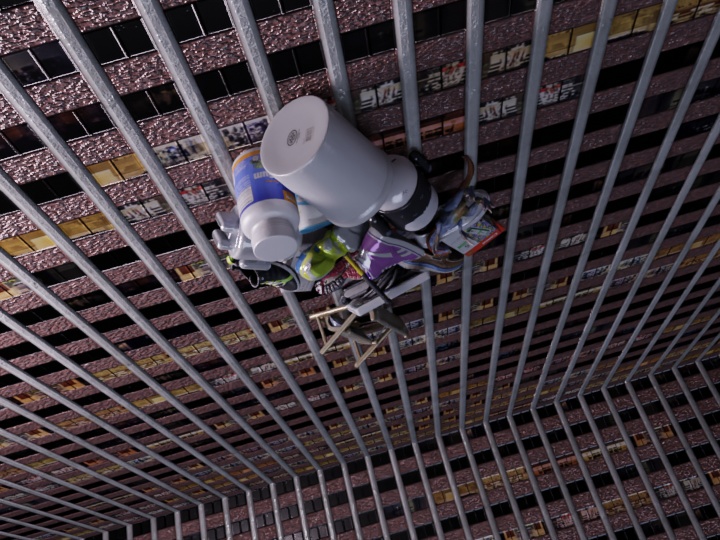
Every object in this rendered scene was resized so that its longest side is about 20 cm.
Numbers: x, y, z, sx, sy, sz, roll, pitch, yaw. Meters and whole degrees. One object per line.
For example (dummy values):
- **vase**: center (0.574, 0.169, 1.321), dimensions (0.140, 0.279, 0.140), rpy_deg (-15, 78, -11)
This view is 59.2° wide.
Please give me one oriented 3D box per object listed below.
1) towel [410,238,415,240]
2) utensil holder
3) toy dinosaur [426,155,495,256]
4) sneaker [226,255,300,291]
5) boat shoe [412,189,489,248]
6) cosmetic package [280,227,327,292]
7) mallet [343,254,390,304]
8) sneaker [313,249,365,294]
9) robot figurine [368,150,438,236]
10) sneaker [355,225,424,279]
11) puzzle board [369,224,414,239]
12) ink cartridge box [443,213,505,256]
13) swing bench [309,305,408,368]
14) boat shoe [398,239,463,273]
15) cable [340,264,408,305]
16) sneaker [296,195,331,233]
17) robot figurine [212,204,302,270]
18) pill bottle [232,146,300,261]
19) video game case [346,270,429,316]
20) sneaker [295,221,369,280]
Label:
- **towel**: center (0.138, -0.093, 1.568), dimensions (0.086, 0.018, 0.199), rpy_deg (-40, 141, 25)
- **utensil holder**: center (-0.061, -0.197, 1.160), dimensions (0.169, 0.171, 0.200), rpy_deg (-30, 144, 23)
- **toy dinosaur**: center (0.210, -0.116, 1.411), dimensions (0.104, 0.202, 0.181), rpy_deg (19, 149, -28)
- **sneaker**: center (-0.226, 0.011, 1.453), dimensions (0.199, 0.083, 0.071), rpy_deg (35, 140, -32)
- **boat shoe**: center (0.210, -0.124, 1.465), dimensions (0.199, 0.074, 0.065), rpy_deg (-38, 152, 5)
- **cosmetic package**: center (-0.137, -0.021, 1.517), dimensions (0.082, 0.051, 0.201), rpy_deg (-2, 146, -21)
- **mallet**: center (0.000, 0.000, 1.501), dimensions (0.041, 0.066, 0.200), rpy_deg (-41, 105, 10)
- **sneaker**: center (-0.023, -0.008, 1.578), dimensions (0.199, 0.081, 0.075), rpy_deg (-24, 176, 21)
- **robot figurine**: center (0.087, -0.159, 1.333), dimensions (0.124, 0.152, 0.200), rpy_deg (-12, 154, 27)
- **sneaker**: center (0.061, -0.031, 1.455), dimensions (0.200, 0.073, 0.115), rpy_deg (13, 108, -48)
- **puzzle board**: center (0.074, -0.114, 1.477), dimensions (0.198, 0.018, 0.151), rpy_deg (-11, 143, -11)
- **ink cartridge box**: center (0.288, -0.091, 1.596), dimensions (0.109, 0.051, 0.199), rpy_deg (-38, 143, 23)
- **swing bench**: center (-0.001, 0.158, 1.800), dimensions (0.199, 0.131, 0.199), rpy_deg (-33, 145, 17)
- **boat shoe**: center (0.185, -0.042, 1.583), dimensions (0.198, 0.073, 0.073), rpy_deg (-2, 134, -31)
- **cable**: center (0.045, 0.029, 1.624), dimensions (0.199, 0.051, 0.163), rpy_deg (-28, 179, 20)
- **sneaker**: center (-0.054, -0.144, 1.332), dimensions (0.199, 0.081, 0.076), rpy_deg (-21, 177, -35)
- **robot figurine**: center (-0.206, -0.078, 1.332), dimensions (0.198, 0.113, 0.171), rpy_deg (4, 120, -29)
- **pill bottle**: center (-0.174, -0.123, 1.189), dimensions (0.111, 0.202, 0.112), rpy_deg (-12, 150, -7)
- **video game case**: center (0.065, 0.055, 1.609), dimensions (0.199, 0.024, 0.182), rpy_deg (-28, -175, -8)
- **sneaker**: center (-0.072, -0.056, 1.408), dimensions (0.200, 0.076, 0.105), rpy_deg (-41, -157, -27)
